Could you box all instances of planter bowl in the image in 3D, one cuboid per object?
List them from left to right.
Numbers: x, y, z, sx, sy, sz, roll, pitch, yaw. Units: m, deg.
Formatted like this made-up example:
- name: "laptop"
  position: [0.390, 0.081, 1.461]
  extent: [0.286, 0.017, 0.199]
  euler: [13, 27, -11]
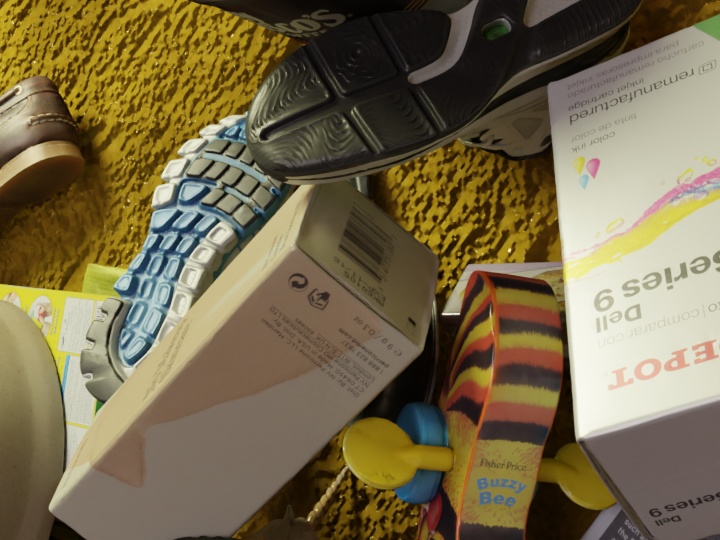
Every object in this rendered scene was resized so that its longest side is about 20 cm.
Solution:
- name: "planter bowl"
  position: [-0.287, 0.110, 0.855]
  extent: [0.199, 0.134, 0.203]
  euler: [-12, 73, 46]

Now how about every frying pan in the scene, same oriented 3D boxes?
- name: "frying pan"
  position: [0.007, -0.001, 0.755]
  extent: [0.115, 0.031, 0.193]
  euler: [165, 105, -63]

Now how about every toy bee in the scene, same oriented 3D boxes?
- name: "toy bee"
  position: [0.061, 0.109, 0.659]
  extent: [0.109, 0.129, 0.202]
  euler: [-112, 12, -58]

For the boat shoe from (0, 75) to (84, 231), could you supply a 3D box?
- name: "boat shoe"
  position: [-0.271, -0.059, 0.977]
  extent: [0.199, 0.070, 0.071]
  euler: [-30, 73, 21]

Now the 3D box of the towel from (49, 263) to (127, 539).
- name: "towel"
  position: [-0.165, 0.099, 0.903]
  extent: [0.085, 0.018, 0.203]
  euler: [8, 87, 37]

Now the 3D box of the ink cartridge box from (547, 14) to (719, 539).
- name: "ink cartridge box"
  position: [0.160, -0.009, 0.570]
  extent: [0.144, 0.088, 0.202]
  euler: [-19, 45, 24]

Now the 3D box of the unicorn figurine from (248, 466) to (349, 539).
- name: "unicorn figurine"
  position: [-0.039, 0.225, 0.752]
  extent: [0.137, 0.074, 0.201]
  euler: [44, 106, 29]

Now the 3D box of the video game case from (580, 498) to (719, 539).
- name: "video game case"
  position: [0.178, 0.174, 0.629]
  extent: [0.200, 0.023, 0.183]
  euler: [45, 110, 34]

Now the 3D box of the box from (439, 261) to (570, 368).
- name: "box"
  position: [0.132, 0.021, 0.668]
  extent: [0.198, 0.039, 0.042]
  euler: [-1, 44, 38]

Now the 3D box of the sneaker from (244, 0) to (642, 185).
- name: "sneaker"
  position: [0.043, -0.072, 0.681]
  extent: [0.199, 0.116, 0.076]
  euler: [-25, 63, -10]

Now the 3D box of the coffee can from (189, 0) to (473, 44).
- name: "coffee can"
  position: [0.003, -0.178, 0.705]
  extent: [0.145, 0.199, 0.148]
  euler: [-7, 79, 36]

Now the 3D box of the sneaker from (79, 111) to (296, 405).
- name: "sneaker"
  position: [-0.088, 0.001, 0.829]
  extent: [0.074, 0.087, 0.201]
  euler: [22, 73, 27]

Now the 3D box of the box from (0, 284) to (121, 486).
- name: "box"
  position: [-0.202, 0.070, 0.902]
  extent: [0.199, 0.048, 0.119]
  euler: [5, 85, 46]

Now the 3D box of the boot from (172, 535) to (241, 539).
- name: "boot"
  position: [-0.042, 0.185, 0.596]
  extent: [0.209, 0.158, 0.080]
  euler: [12, 102, 19]

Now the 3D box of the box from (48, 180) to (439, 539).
- name: "box"
  position: [-0.056, 0.056, 0.689]
  extent: [0.078, 0.095, 0.200]
  euler: [38, 115, -12]
